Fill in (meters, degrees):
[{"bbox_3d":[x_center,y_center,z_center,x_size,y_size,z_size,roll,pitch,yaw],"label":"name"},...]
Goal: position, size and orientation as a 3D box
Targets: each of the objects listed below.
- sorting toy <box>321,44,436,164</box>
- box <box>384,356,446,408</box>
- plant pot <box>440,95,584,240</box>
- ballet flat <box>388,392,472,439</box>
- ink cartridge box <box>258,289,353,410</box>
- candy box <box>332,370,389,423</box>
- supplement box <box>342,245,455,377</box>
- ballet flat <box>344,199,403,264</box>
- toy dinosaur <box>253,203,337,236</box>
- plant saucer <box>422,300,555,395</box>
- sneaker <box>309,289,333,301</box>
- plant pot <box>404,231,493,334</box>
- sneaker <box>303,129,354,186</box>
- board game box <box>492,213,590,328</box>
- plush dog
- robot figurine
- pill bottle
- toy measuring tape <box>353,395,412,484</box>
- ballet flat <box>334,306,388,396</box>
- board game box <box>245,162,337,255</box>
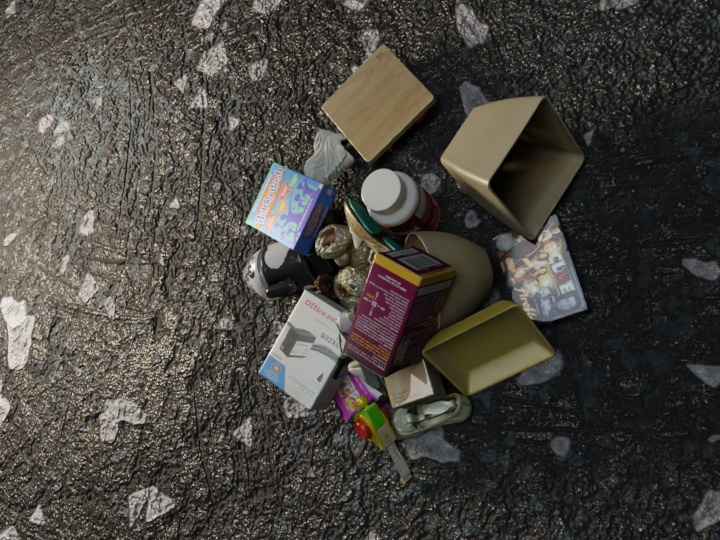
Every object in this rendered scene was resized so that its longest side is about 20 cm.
[{"bbox_3d":[0.048,-0.364,1.645,0.200,0.070,0.199,-43,63,11],"label":"sorting toy"},{"bbox_3d":[0.087,0.159,1.422,0.094,0.078,0.201,-24,71,19],"label":"box"},{"bbox_3d":[0.278,-0.211,1.418,0.177,0.200,0.201,26,80,47],"label":"plant pot"},{"bbox_3d":[0.122,0.286,1.449,0.199,0.069,0.070,-23,68,20],"label":"ballet flat"},{"bbox_3d":[-0.092,0.163,1.500,0.145,0.084,0.201,30,92,24],"label":"ink cartridge box"},{"bbox_3d":[0.026,0.205,1.520,0.200,0.061,0.137,-38,65,14],"label":"candy box"},{"bbox_3d":[0.069,0.070,1.301,0.103,0.131,0.201,29,111,27],"label":"supplement box"},{"bbox_3d":[0.025,-0.052,1.426,0.200,0.070,0.065,47,113,16],"label":"ballet flat"},{"bbox_3d":[-0.167,-0.115,1.679,0.199,0.086,0.136,-31,64,15],"label":"toy dinosaur"},{"bbox_3d":[0.237,0.138,1.368,0.199,0.200,0.049,-29,45,17],"label":"plant saucer"},{"bbox_3d":[-0.117,0.138,1.612,0.079,0.074,0.202,13,86,52],"label":"sneaker"},{"bbox_3d":[0.181,0.012,1.436,0.133,0.201,0.202,-12,69,-12],"label":"plant pot"},{"bbox_3d":[-0.066,-0.237,1.650,0.099,0.078,0.201,3,63,17],"label":"sneaker"},{"bbox_3d":[0.349,0.006,1.422,0.135,0.035,0.201,-21,69,20],"label":"board game box"},{"bbox_3d":[0.000,0.000,1.550,0.199,0.160,0.173,19,106,9],"label":"plush dog"},{"bbox_3d":[-0.154,-0.010,1.626,0.199,0.150,0.126,-18,85,21],"label":"robot figurine"},{"bbox_3d":[0.081,-0.134,1.496,0.112,0.200,0.114,-7,74,25],"label":"pill bottle"},{"bbox_3d":[0.038,0.335,1.459,0.073,0.074,0.201,-23,103,20],"label":"toy measuring tape"},{"bbox_3d":[0.000,0.163,1.424,0.072,0.072,0.201,-13,114,23],"label":"ballet flat"},{"bbox_3d":[-0.153,-0.136,1.578,0.200,0.045,0.153,27,93,46],"label":"board game box"}]
